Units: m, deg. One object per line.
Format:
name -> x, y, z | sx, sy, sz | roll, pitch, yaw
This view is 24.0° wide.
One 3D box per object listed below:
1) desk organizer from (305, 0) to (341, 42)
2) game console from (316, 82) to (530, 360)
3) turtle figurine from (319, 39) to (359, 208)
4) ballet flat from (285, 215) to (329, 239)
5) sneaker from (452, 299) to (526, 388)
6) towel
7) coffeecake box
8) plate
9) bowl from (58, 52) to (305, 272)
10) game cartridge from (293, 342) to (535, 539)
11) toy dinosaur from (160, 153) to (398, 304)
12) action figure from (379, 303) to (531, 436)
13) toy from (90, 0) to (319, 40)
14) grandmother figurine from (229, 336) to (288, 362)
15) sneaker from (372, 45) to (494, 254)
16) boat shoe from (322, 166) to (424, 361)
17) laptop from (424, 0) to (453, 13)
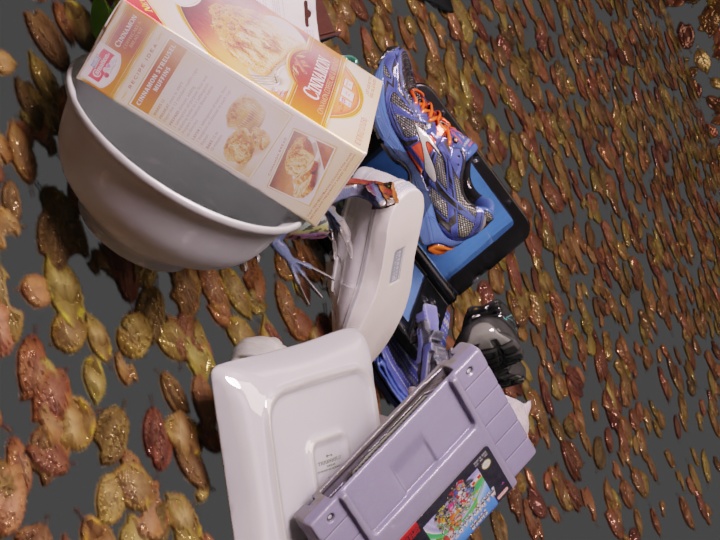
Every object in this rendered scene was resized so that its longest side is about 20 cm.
desk organizer -> -0.097, -0.225, 1.517 | 0.077, 0.071, 0.200 | 67, 24, -4
game console -> 0.057, -0.047, 1.630 | 0.200, 0.116, 0.176 | 51, 29, -18
turtle figurine -> -0.043, -0.127, 1.517 | 0.200, 0.100, 0.151 | 55, 27, -73
ballet flat -> -0.102, -0.077, 1.418 | 0.200, 0.069, 0.071 | 51, 49, -32
sneaker -> 0.120, 0.067, 1.665 | 0.200, 0.075, 0.080 | 65, 15, -75
towel -> 0.052, 0.066, 1.689 | 0.145, 0.024, 0.201 | 56, 28, -34
coffeecake box -> -0.090, -0.140, 1.237 | 0.199, 0.073, 0.154 | 32, 25, -10
plate -> -0.034, 0.157, 1.338 | 0.199, 0.032, 0.201 | -13, 96, -56
bowl -> -0.142, -0.063, 1.226 | 0.200, 0.091, 0.201 | 30, 24, -14
game cartridge -> 0.049, 0.170, 1.336 | 0.200, 0.038, 0.130 | -45, 120, -20
toy dinosaur -> -0.054, -0.062, 1.373 | 0.181, 0.105, 0.201 | -40, 110, -41
action figure -> 0.082, 0.137, 1.490 | 0.104, 0.193, 0.201 | 9, 69, -31
toy -> -0.128, -0.205, 1.371 | 0.199, 0.047, 0.116 | -6, 91, -36
grandmother figurine -> -0.040, 0.119, 1.412 | 0.200, 0.060, 0.122 | 44, 22, -41
sneaker -> 0.069, -0.118, 1.578 | 0.201, 0.078, 0.075 | 67, 24, -14
boat shoe -> 0.000, 0.000, 1.508 | 0.072, 0.068, 0.201 | -30, 141, -40
laptop -> 0.094, -0.435, 2.045 | 0.177, 0.103, 0.201 | 7, 67, -64
